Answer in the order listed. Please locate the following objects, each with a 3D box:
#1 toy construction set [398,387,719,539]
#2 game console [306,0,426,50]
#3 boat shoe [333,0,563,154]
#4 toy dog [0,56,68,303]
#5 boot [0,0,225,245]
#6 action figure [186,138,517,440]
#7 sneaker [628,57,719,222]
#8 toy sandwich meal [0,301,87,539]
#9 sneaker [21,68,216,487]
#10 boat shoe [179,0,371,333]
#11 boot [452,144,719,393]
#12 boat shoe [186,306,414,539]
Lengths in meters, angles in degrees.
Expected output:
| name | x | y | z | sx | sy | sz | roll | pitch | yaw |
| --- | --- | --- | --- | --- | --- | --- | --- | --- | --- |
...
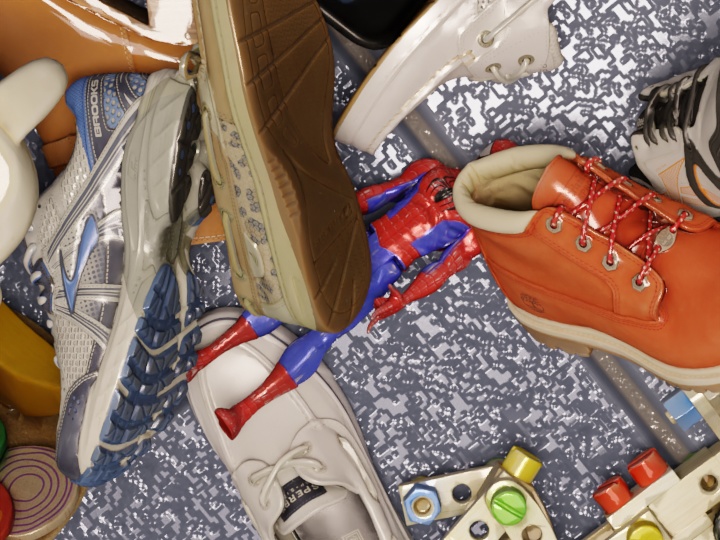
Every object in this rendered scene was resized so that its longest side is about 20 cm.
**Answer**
| name | x | y | z | sx | sy | sz | roll | pitch | yaw |
| --- | --- | --- | --- | --- | --- | --- | --- | --- | --- |
| toy construction set | 0.129 | 0.108 | 1.286 | 0.200 | 0.092 | 0.131 | -36 | 95 | 18 |
| game console | -0.012 | -0.232 | 1.223 | 0.200 | 0.116 | 0.176 | 39 | 99 | -4 |
| boat shoe | 0.071 | -0.121 | 1.258 | 0.069 | 0.071 | 0.200 | 44 | 97 | -5 |
| toy dog | -0.221 | -0.028 | 1.176 | 0.139 | 0.200 | 0.194 | 36 | 81 | -10 |
| boot | -0.148 | -0.082 | 1.278 | 0.199 | 0.074 | 0.155 | -1 | 105 | 8 |
| action figure | 0.000 | 0.000 | 1.274 | 0.200 | 0.052 | 0.065 | -38 | 70 | -10 |
| sneaker | 0.161 | -0.061 | 1.204 | 0.080 | 0.200 | 0.074 | 21 | 77 | 9 |
| toy sandwich meal | -0.224 | 0.065 | 1.258 | 0.204 | 0.206 | 0.070 | 9 | 141 | 2 |
| sneaker | -0.121 | 0.000 | 1.228 | 0.085 | 0.077 | 0.201 | 12 | 89 | 21 |
| boat shoe | -0.049 | -0.062 | 1.187 | 0.062 | 0.073 | 0.201 | 4 | 117 | 33 |
| boot | 0.129 | -0.006 | 1.205 | 0.075 | 0.200 | 0.107 | -55 | 130 | -25 |
| boat shoe | -0.028 | 0.110 | 1.301 | 0.072 | 0.066 | 0.201 | -27 | 96 | 7 |
